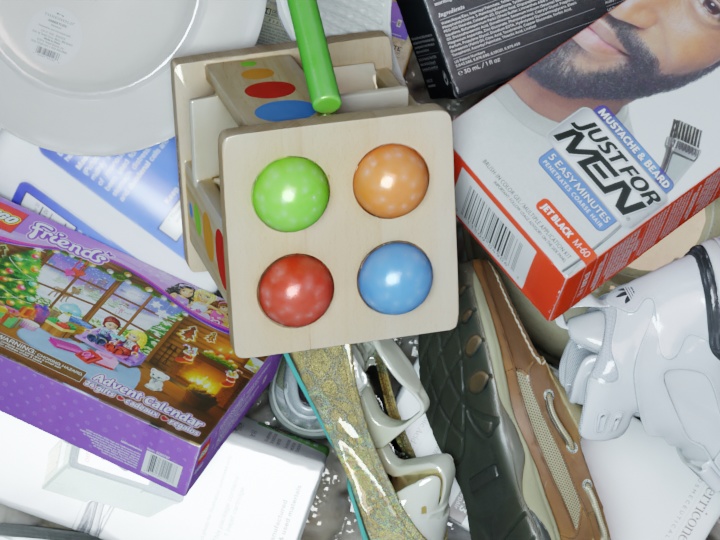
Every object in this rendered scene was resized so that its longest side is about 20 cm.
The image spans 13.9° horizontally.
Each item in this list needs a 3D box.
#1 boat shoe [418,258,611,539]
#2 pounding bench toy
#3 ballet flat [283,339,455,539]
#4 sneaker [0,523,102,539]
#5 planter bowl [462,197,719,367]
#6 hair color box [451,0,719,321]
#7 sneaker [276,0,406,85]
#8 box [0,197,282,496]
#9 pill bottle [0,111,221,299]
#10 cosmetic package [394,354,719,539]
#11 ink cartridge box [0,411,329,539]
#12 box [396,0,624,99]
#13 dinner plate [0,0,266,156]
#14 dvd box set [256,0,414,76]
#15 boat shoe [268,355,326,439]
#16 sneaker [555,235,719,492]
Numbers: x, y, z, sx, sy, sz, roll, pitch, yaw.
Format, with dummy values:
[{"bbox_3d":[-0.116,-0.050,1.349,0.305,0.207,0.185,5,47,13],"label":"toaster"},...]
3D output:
[{"bbox_3d":[0.090,0.092,1.682,0.074,0.076,0.201,-7,77,-33],"label":"boat shoe"},{"bbox_3d":[-0.026,-0.075,1.582,0.124,0.156,0.201,-8,113,-12],"label":"pounding bench toy"},{"bbox_3d":[0.016,0.099,1.666,0.071,0.071,0.200,-23,98,-1],"label":"ballet flat"},{"bbox_3d":[-0.156,0.217,1.756,0.199,0.074,0.116,6,91,9],"label":"sneaker"},{"bbox_3d":[0.161,-0.033,1.726,0.200,0.135,0.201,0,89,0],"label":"planter bowl"},{"bbox_3d":[0.147,-0.077,1.618,0.200,0.064,0.111,-36,74,-21],"label":"hair color box"},{"bbox_3d":[-0.020,-0.159,1.699,0.072,0.114,0.201,-10,114,-7],"label":"sneaker"},{"bbox_3d":[-0.156,0.037,1.646,0.200,0.137,0.039,24,123,8],"label":"box"},{"bbox_3d":[-0.149,-0.064,1.738,0.200,0.112,0.112,36,89,1],"label":"pill bottle"},{"bbox_3d":[0.110,0.119,1.749,0.200,0.081,0.113,29,87,2],"label":"cosmetic package"},{"bbox_3d":[-0.125,0.112,1.716,0.200,0.146,0.084,19,91,1],"label":"ink cartridge box"},{"bbox_3d":[0.117,-0.199,1.739,0.200,0.079,0.141,-20,98,-9],"label":"box"},{"bbox_3d":[-0.152,-0.164,1.663,0.200,0.024,0.201,1,93,9],"label":"dinner plate"},{"bbox_3d":[-0.017,-0.219,1.780,0.146,0.029,0.200,17,90,1],"label":"dvd box set"},{"bbox_3d":[-0.002,0.000,1.750,0.074,0.065,0.202,22,76,1],"label":"boat shoe"},{"bbox_3d":[0.176,0.081,1.657,0.115,0.075,0.200,-15,118,0],"label":"sneaker"}]
